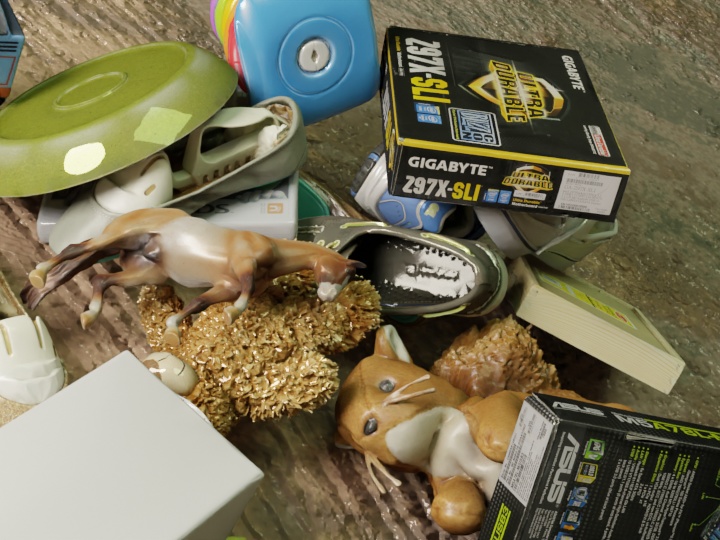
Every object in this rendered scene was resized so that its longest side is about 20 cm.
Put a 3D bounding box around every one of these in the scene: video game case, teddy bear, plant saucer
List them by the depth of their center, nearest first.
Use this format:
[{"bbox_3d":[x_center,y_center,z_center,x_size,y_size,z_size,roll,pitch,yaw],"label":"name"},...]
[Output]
[{"bbox_3d":[-0.076,0.045,0.798,0.200,0.067,0.145,-23,59,-23],"label":"teddy bear"},{"bbox_3d":[-0.185,-0.115,0.880,0.200,0.031,0.200,-15,28,8],"label":"plant saucer"},{"bbox_3d":[-0.137,-0.093,0.943,0.182,0.023,0.200,0,42,-2],"label":"video game case"}]

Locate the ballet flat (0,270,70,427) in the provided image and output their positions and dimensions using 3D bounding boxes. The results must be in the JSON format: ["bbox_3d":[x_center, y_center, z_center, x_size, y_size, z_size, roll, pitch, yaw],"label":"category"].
[{"bbox_3d":[-0.227,0.037,0.760,0.070,0.065,0.200,-22,61,-43],"label":"ballet flat"}]

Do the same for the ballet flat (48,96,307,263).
[{"bbox_3d":[-0.125,-0.070,0.857,0.200,0.064,0.067,-26,51,-25],"label":"ballet flat"}]

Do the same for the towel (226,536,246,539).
[{"bbox_3d":[-0.125,0.216,0.662,0.144,0.023,0.200,15,41,-17],"label":"towel"}]

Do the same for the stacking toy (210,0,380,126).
[{"bbox_3d":[-0.076,-0.200,0.983,0.110,0.116,0.200,-21,36,-17],"label":"stacking toy"}]

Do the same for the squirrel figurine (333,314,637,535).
[{"bbox_3d":[0.078,0.111,0.843,0.187,0.142,0.200,20,19,8],"label":"squirrel figurine"}]

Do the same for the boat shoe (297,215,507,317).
[{"bbox_3d":[0.000,-0.003,0.885,0.202,0.072,0.060,5,-1,18],"label":"boat shoe"}]

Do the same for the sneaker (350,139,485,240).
[{"bbox_3d":[0.062,-0.041,0.981,0.077,0.076,0.200,38,10,24],"label":"sneaker"}]

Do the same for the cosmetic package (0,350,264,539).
[{"bbox_3d":[-0.159,0.139,0.646,0.113,0.081,0.200,41,39,15],"label":"cosmetic package"}]

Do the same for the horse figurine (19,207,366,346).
[{"bbox_3d":[-0.113,-0.001,0.771,0.200,0.050,0.133,8,28,22],"label":"horse figurine"}]

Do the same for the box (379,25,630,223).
[{"bbox_3d":[0.097,-0.112,0.915,0.160,0.049,0.200,5,33,-5],"label":"box"}]

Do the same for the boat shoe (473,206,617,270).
[{"bbox_3d":[0.155,-0.049,0.959,0.202,0.086,0.075,20,46,-58],"label":"boat shoe"}]

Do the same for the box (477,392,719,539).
[{"bbox_3d":[0.159,0.184,0.741,0.193,0.200,0.048,11,13,-22],"label":"box"}]

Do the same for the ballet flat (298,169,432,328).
[{"bbox_3d":[-0.013,-0.026,0.965,0.200,0.068,0.072,32,20,19],"label":"ballet flat"}]

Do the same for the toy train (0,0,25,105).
[{"bbox_3d":[-0.333,-0.147,0.855,0.200,0.114,0.087,-4,49,-36],"label":"toy train"}]

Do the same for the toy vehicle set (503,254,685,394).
[{"bbox_3d":[0.174,0.032,0.977,0.124,0.027,0.200,28,10,-2],"label":"toy vehicle set"}]
